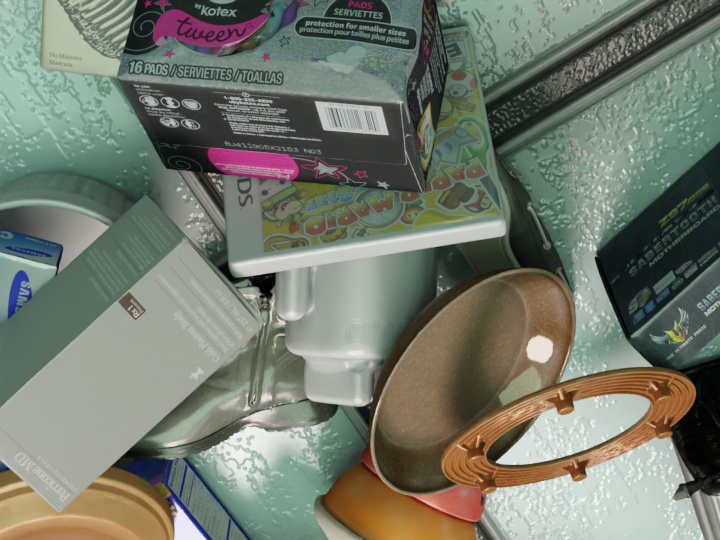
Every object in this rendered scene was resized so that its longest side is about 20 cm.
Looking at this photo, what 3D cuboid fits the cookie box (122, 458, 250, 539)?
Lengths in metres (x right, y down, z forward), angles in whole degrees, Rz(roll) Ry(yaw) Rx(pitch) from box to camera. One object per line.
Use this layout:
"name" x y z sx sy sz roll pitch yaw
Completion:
"cookie box" -0.174 0.275 1.367 0.170 0.075 0.201 -33 109 11

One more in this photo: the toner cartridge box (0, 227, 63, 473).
"toner cartridge box" -0.287 0.066 1.182 0.094 0.043 0.202 14 111 -9

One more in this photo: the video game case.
"video game case" -0.004 -0.090 1.174 0.197 0.184 0.023 -9 147 2

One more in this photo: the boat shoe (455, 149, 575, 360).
"boat shoe" 0.115 -0.026 1.268 0.066 0.057 0.202 -9 113 40

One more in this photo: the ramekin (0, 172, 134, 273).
"ramekin" -0.238 0.021 1.245 0.198 0.105 0.202 -1 112 -1

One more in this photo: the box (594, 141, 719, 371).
"box" 0.272 -0.031 1.206 0.051 0.158 0.200 42 107 -16

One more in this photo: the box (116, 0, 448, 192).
"box" -0.049 -0.142 1.116 0.198 0.116 0.132 5 156 12

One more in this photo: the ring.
"ring" 0.157 0.125 1.201 0.198 0.019 0.201 -13 153 -7

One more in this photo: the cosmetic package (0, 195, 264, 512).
"cosmetic package" -0.182 0.058 1.135 0.200 0.090 0.107 -45 129 -5

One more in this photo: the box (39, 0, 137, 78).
"box" -0.184 -0.245 1.155 0.081 0.069 0.202 5 113 -2

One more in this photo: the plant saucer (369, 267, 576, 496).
"plant saucer" 0.077 0.077 1.206 0.199 0.037 0.202 -25 135 -28

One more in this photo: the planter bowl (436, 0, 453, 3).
"planter bowl" -0.001 -0.276 1.094 0.198 0.200 0.136 8 84 -5

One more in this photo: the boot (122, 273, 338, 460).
"boot" -0.119 0.070 1.297 0.198 0.068 0.132 -13 108 -4

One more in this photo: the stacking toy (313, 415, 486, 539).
"stacking toy" 0.063 0.148 1.307 0.145 0.146 0.202 26 95 -11

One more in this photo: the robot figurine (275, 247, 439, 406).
"robot figurine" 0.000 0.000 1.221 0.112 0.169 0.203 2 91 40

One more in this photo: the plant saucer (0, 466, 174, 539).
"plant saucer" -0.239 0.226 1.241 0.198 0.038 0.201 -10 136 -10

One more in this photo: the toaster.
"toaster" 0.333 0.144 1.267 0.198 0.181 0.120 -18 114 5
